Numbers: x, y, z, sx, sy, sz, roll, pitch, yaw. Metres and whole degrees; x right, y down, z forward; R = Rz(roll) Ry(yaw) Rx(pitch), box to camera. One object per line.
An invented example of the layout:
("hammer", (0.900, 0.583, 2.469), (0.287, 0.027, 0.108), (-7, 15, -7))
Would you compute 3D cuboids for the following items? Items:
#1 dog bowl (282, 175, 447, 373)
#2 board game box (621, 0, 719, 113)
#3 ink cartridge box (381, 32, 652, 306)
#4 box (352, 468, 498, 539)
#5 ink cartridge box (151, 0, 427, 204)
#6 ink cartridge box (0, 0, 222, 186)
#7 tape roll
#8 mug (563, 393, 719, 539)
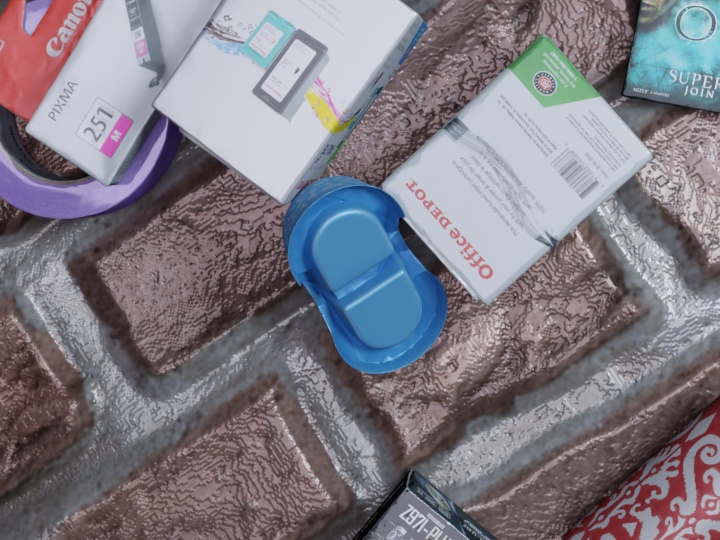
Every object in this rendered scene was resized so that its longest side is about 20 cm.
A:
("dog bowl", (0.000, 0.000, 1.405), (0.111, 0.050, 0.201), (-33, 125, -5))
("board game box", (0.343, -0.204, 1.409), (0.199, 0.028, 0.136), (11, 96, 5))
("ink cartridge box", (0.137, -0.088, 1.412), (0.200, 0.083, 0.147), (-41, 89, 7))
("box", (0.070, 0.312, 1.447), (0.200, 0.086, 0.164), (39, 97, 2))
("ink cartridge box", (-0.059, -0.181, 1.395), (0.146, 0.147, 0.200), (37, 98, 2))
("ink cartridge box", (-0.238, -0.205, 1.401), (0.173, 0.044, 0.201), (33, 97, 2))
("tape roll", (-0.266, -0.149, 1.461), (0.199, 0.066, 0.202), (1, 95, 6))
("mug", (0.302, 0.234, 1.397), (0.200, 0.133, 0.178), (-40, 88, 11))
